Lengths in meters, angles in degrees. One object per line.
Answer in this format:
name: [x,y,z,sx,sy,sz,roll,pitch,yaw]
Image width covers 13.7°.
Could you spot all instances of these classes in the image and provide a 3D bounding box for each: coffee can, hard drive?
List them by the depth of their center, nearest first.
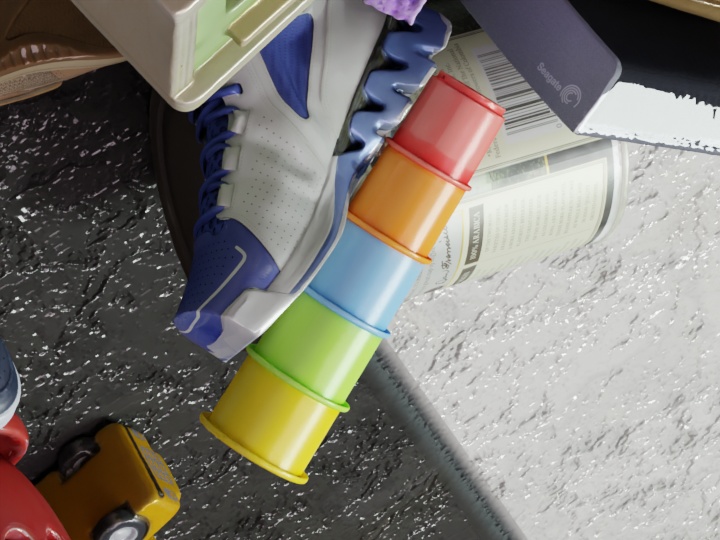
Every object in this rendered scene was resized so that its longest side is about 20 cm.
hard drive: [0.107,-0.132,1.433,0.135,0.200,0.042,6,126,-37]
coffee can: [0.013,-0.056,1.500,0.200,0.146,0.146,-16,141,-20]

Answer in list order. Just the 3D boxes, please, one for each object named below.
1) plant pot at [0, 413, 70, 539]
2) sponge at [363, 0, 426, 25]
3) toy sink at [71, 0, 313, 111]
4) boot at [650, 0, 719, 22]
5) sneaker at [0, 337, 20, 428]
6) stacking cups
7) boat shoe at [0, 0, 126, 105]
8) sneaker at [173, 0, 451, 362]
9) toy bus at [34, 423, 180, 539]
plant pot: [-0.234,0.168,1.524,0.200,0.183,0.200,-15,163,-5]
sponge: [0.051,-0.199,1.339,0.030,0.200,0.112,27,122,-7]
toy sink: [-0.065,-0.155,1.271,0.130,0.112,0.200,-42,176,-11]
boot: [0.153,-0.179,1.440,0.200,0.175,0.066,19,121,-19]
sneaker: [-0.207,-0.024,1.276,0.070,0.200,0.109,-37,171,-44]
stacking cups: [0.000,0.000,1.403,0.060,0.060,0.200,29,93,-50]
boat shoe: [-0.161,-0.115,1.387,0.200,0.071,0.065,-20,177,-29]
sneaker: [-0.052,-0.064,1.365,0.200,0.115,0.081,-61,-170,-25]
toy bus: [-0.180,0.176,1.698,0.200,0.065,0.078,-41,143,12]
